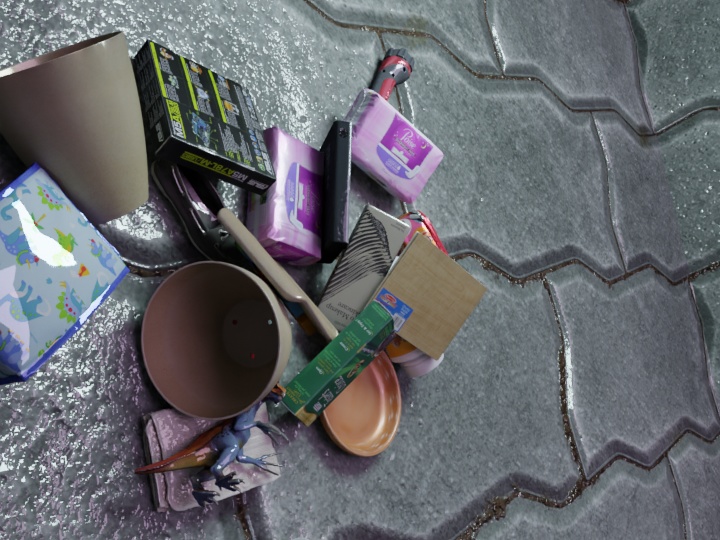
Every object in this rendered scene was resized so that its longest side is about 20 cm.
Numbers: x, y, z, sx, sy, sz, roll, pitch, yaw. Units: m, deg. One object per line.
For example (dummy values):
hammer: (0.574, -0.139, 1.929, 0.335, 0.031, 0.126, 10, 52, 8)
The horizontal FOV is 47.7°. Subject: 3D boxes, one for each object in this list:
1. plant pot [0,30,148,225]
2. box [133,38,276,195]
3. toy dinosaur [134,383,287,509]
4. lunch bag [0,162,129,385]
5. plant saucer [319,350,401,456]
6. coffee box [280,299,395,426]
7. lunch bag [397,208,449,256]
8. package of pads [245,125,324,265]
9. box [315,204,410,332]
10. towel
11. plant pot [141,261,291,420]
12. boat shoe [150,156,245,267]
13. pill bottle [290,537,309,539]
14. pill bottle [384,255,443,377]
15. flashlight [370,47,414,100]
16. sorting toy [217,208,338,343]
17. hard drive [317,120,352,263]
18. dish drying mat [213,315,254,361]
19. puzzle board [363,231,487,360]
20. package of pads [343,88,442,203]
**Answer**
plant pot: (-0.340, -0.164, 0.997, 0.187, 0.186, 0.202, -45, 124, -47)
box: (-0.225, -0.221, 1.187, 0.192, 0.047, 0.201, 15, 44, -44)
toy dinosaur: (-0.165, 0.208, 1.062, 0.199, 0.105, 0.182, 30, 36, -20)
lunch bag: (-0.379, 0.001, 0.913, 0.171, 0.127, 0.200, 53, 53, -21)
plant saucer: (-0.009, 0.205, 1.341, 0.199, 0.037, 0.202, 22, 60, -43)
coffee box: (-0.031, 0.141, 1.207, 0.200, 0.123, 0.044, -44, 74, -11)
lunch bag: (0.114, -0.007, 1.440, 0.082, 0.176, 0.201, -30, 92, -9)
package of pads: (-0.118, -0.116, 1.299, 0.120, 0.075, 0.202, 21, 62, -44)
box: (0.000, 0.000, 1.305, 0.082, 0.068, 0.201, 25, 92, -6)
towel: (-0.197, 0.240, 1.099, 0.199, 0.034, 0.134, -7, 83, -45)
plant pot: (-0.173, 0.089, 1.093, 0.134, 0.199, 0.202, 2, 74, -72)
boat shoe: (-0.223, -0.086, 1.168, 0.201, 0.057, 0.067, 54, 42, -13)
pill bottle: (-0.052, 0.475, 1.132, 0.201, 0.112, 0.113, 59, 41, -16)
pill bottle: (0.067, 0.082, 1.416, 0.201, 0.109, 0.109, 60, 41, -14)
flashlight: (0.053, -0.352, 1.593, 0.068, 0.067, 0.201, 45, 45, -32)
sorting toy: (-0.118, 0.016, 1.150, 0.185, 0.036, 0.200, 47, -4, 25)
hard drive: (-0.045, -0.124, 1.333, 0.033, 0.140, 0.202, 5, 76, -13)
dish drying mat: (-0.179, 0.085, 1.200, 0.077, 0.018, 0.202, -25, 96, -49)
puzzle board: (0.108, 0.045, 1.330, 0.200, 0.017, 0.151, 35, 90, -38)
package of pads: (0.049, -0.226, 1.492, 0.199, 0.076, 0.121, 35, 89, -36)
